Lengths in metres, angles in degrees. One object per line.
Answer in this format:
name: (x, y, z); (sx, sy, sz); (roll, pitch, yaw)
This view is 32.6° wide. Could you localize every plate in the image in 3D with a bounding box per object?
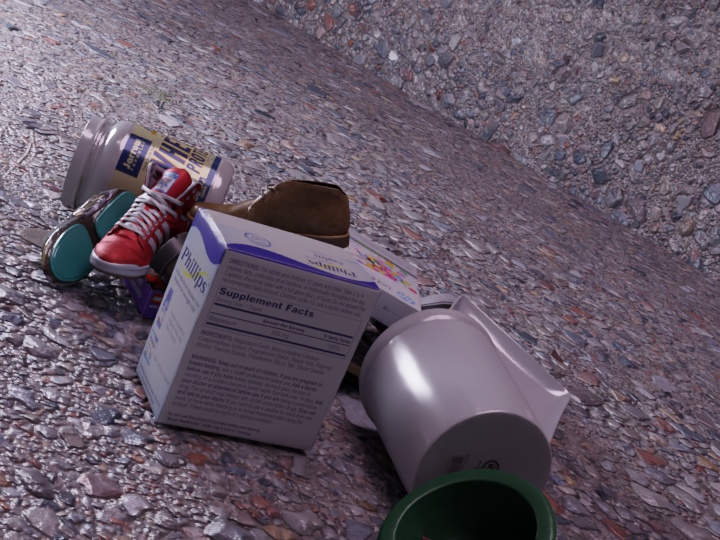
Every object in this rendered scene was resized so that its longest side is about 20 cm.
plate: (0.172, 0.130, 1.559); (0.199, 0.032, 0.200); (44, 22, 4)

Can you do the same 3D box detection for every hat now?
hat: (0.124, 0.311, 1.205); (0.197, 0.178, 0.166); (-21, 35, -12)

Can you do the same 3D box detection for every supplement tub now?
supplement tub: (-0.279, -0.109, 1.621); (0.197, 0.147, 0.145); (21, 17, -7)

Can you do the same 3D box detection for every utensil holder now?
utensil holder: (0.103, 0.165, 1.344); (0.168, 0.172, 0.201); (17, 21, -25)

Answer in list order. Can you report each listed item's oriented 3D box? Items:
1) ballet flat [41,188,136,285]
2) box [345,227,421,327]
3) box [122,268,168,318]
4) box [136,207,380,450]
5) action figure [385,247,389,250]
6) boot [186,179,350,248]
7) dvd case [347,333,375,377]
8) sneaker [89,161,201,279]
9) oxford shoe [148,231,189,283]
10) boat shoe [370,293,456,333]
ballet flat: (-0.337, -0.036, 1.469); (0.071, 0.073, 0.201); (27, 34, 7)
box: (0.000, 0.000, 1.551); (0.155, 0.041, 0.200); (30, 15, -7)
box: (-0.199, 0.024, 1.536); (0.198, 0.040, 0.137); (14, 21, -35)
box: (-0.108, 0.063, 1.276); (0.182, 0.202, 0.105); (15, 19, -30)
action figure: (-0.056, -0.046, 1.898); (0.199, 0.070, 0.129); (31, 23, 27)
boot: (-0.109, -0.075, 1.463); (0.196, 0.077, 0.074); (4, 18, 3)
dvd case: (-0.017, 0.095, 1.558); (0.199, 0.016, 0.149); (29, 13, -35)
sneaker: (-0.251, -0.063, 1.455); (0.070, 0.114, 0.200); (24, 19, 8)
oxford shoe: (-0.178, -0.004, 1.487); (0.084, 0.073, 0.200); (44, 22, 5)
boat shoe: (0.086, 0.076, 1.767); (0.199, 0.069, 0.057); (1, 48, -50)
